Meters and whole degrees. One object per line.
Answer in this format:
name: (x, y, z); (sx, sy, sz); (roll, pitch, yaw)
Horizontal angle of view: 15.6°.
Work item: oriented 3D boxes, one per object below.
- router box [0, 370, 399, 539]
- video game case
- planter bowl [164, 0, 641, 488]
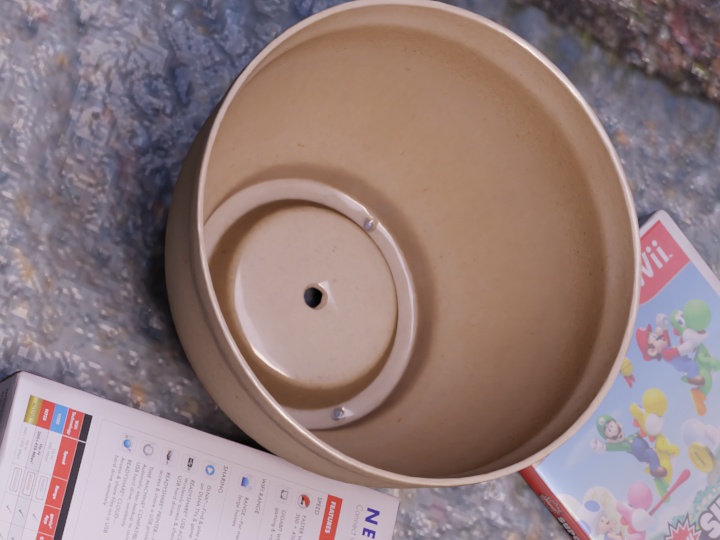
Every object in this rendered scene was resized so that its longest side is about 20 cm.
router box: (-0.090, 0.165, 1.076); (0.178, 0.049, 0.201); (21, 69, -20)
video game case: (0.155, 0.091, 1.228); (0.143, 0.017, 0.200); (-42, 96, -27)
planter bowl: (0.000, 0.000, 1.111); (0.199, 0.135, 0.202); (6, 76, -24)
